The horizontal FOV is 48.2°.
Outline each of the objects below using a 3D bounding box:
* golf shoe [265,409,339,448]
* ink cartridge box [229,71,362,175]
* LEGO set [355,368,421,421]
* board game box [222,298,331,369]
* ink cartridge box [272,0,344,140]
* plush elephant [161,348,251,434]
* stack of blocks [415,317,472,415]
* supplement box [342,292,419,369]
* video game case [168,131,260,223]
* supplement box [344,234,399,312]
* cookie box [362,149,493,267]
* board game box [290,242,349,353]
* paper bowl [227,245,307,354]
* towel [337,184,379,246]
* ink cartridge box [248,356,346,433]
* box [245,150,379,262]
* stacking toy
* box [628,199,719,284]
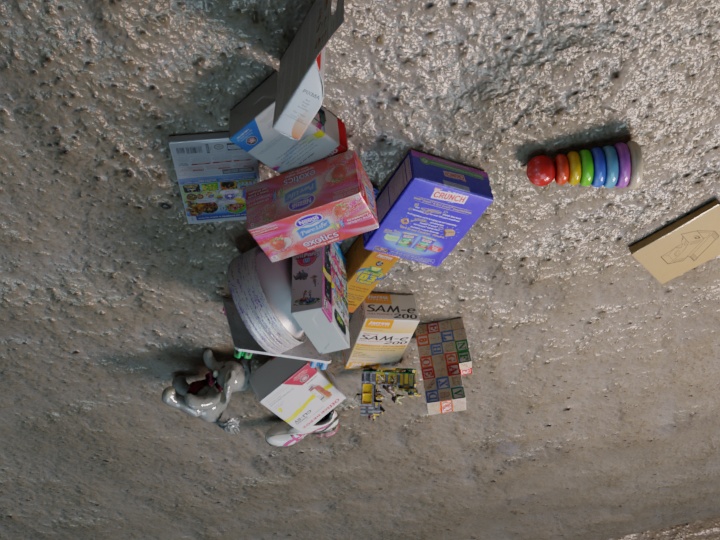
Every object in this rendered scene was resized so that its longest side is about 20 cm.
[{"bbox_3d":[-0.154,0.397,2.084,0.197,0.073,0.093,-15,137,-8],"label":"golf shoe"},{"bbox_3d":[-0.102,-0.215,1.304,0.115,0.068,0.199,-31,137,29],"label":"ink cartridge box"},{"bbox_3d":[0.066,0.289,1.865,0.151,0.118,0.200,2,177,-2],"label":"LEGO set"},{"bbox_3d":[-0.175,0.129,1.631,0.197,0.200,0.026,11,113,-23],"label":"board game box"},{"bbox_3d":[-0.056,-0.306,1.118,0.050,0.164,0.200,23,135,-25],"label":"ink cartridge box"},{"bbox_3d":[-0.328,0.256,1.816,0.198,0.156,0.165,30,-178,3],"label":"plush elephant"},{"bbox_3d":[0.191,0.213,1.797,0.113,0.202,0.059,-9,143,4],"label":"stack of blocks"},{"bbox_3d":[0.041,0.137,1.777,0.124,0.074,0.201,3,141,-15],"label":"supplement box"},{"bbox_3d":[-0.244,-0.158,1.394,0.141,0.018,0.201,-5,142,-4],"label":"video game case"},{"bbox_3d":[0.000,0.000,1.601,0.066,0.069,0.201,12,136,-27],"label":"supplement box"},{"bbox_3d":[0.119,-0.109,1.474,0.169,0.076,0.200,13,138,-24],"label":"cookie box"},{"bbox_3d":[-0.073,0.027,1.482,0.063,0.202,0.148,-12,143,12],"label":"board game box"},{"bbox_3d":[-0.156,0.048,1.520,0.103,0.202,0.201,-26,140,10],"label":"paper bowl"},{"bbox_3d":[-0.069,-0.104,1.489,0.143,0.024,0.200,14,137,-24],"label":"towel"},{"bbox_3d":[-0.144,0.275,1.879,0.145,0.084,0.200,-39,138,2],"label":"ink cartridge box"},{"bbox_3d":[-0.080,-0.104,1.319,0.197,0.096,0.103,-17,144,11],"label":"box"},{"bbox_3d":[0.396,-0.182,1.437,0.197,0.086,0.086,-3,143,5],"label":"stacking toy"},{"bbox_3d":[0.687,-0.056,1.689,0.199,0.022,0.163,-32,136,29],"label":"box"}]
